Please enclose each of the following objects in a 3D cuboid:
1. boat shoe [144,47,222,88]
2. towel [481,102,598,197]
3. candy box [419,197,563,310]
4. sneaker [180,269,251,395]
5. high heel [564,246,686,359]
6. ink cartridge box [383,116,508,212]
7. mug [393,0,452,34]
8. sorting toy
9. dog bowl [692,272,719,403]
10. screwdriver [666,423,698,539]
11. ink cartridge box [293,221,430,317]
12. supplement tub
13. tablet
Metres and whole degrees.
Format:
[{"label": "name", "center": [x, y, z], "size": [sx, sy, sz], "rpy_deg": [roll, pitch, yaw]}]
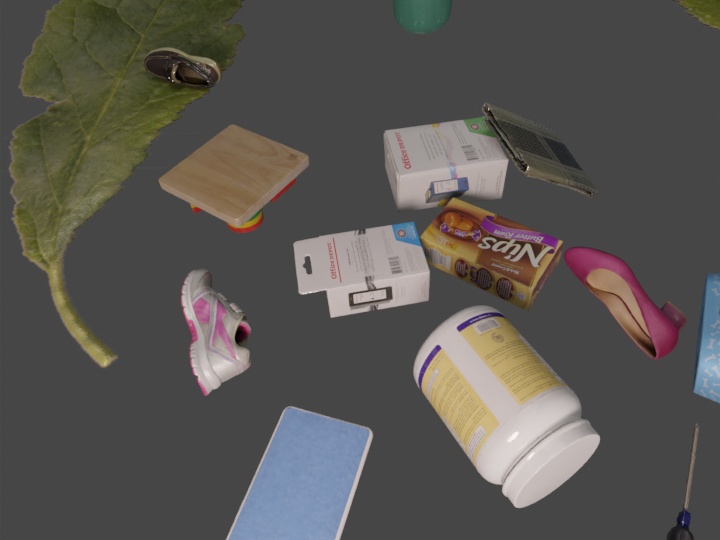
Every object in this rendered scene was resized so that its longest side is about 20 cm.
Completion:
[{"label": "boat shoe", "center": [-0.425, -0.471, 1.367], "size": [0.196, 0.074, 0.065], "rpy_deg": [10, 44, 13]}, {"label": "towel", "center": [0.316, -0.214, 1.050], "size": [0.197, 0.035, 0.195], "rpy_deg": [10, 44, -32]}, {"label": "candy box", "center": [0.205, -0.031, 0.932], "size": [0.198, 0.057, 0.117], "rpy_deg": [26, 55, 27]}, {"label": "sneaker", "center": [-0.206, 0.080, 0.854], "size": [0.087, 0.082, 0.202], "rpy_deg": [-14, 56, -10]}, {"label": "high heel", "center": [0.367, 0.040, 0.843], "size": [0.199, 0.068, 0.096], "rpy_deg": [37, 49, 27]}, {"label": "ink cartridge box", "center": [0.148, -0.195, 1.064], "size": [0.196, 0.088, 0.147], "rpy_deg": [-8, 46, -5]}, {"label": "mug", "center": [0.155, -0.684, 1.487], "size": [0.149, 0.116, 0.187], "rpy_deg": [-5, 47, 0]}, {"label": "sorting toy", "center": [-0.225, -0.161, 1.074], "size": [0.198, 0.070, 0.199], "rpy_deg": [26, 55, 24]}, {"label": "dog bowl", "center": [0.477, 0.085, 0.775], "size": [0.049, 0.113, 0.201], "rpy_deg": [7, 47, 28]}, {"label": "screwdriver", "center": [0.378, 0.265, 0.672], "size": [0.029, 0.028, 0.201], "rpy_deg": [40, 55, -3]}, {"label": "ink cartridge box", "center": [0.000, 0.000, 0.911], "size": [0.196, 0.069, 0.117], "rpy_deg": [-9, 47, -4]}, {"label": "supplement tub", "center": [0.170, 0.158, 0.703], "size": [0.143, 0.147, 0.201], "rpy_deg": [-24, 51, -17]}, {"label": "tablet", "center": [-0.072, 0.267, 0.713], "size": [0.128, 0.014, 0.202], "rpy_deg": [11, 49, 14]}]
